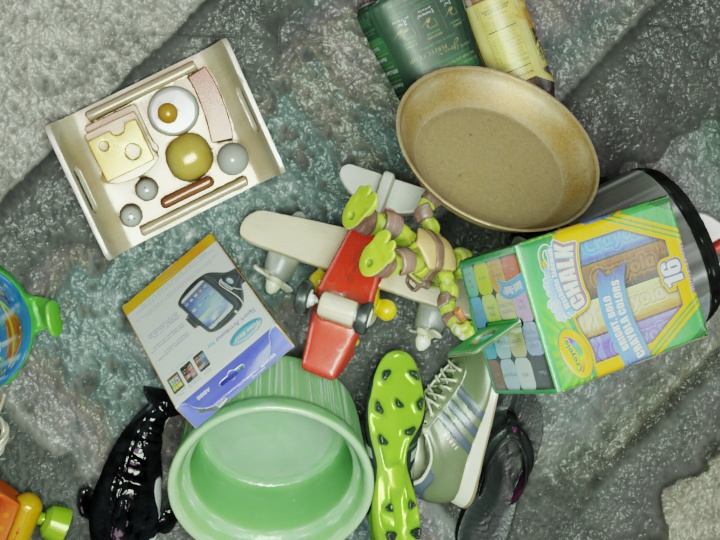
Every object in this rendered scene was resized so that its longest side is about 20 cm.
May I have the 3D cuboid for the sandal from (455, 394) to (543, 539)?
[{"bbox_3d":[0.154,0.217,1.204,0.074,0.048,0.204,10,95,-10],"label":"sandal"}]

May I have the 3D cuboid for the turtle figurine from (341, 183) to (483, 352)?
[{"bbox_3d":[0.054,-0.025,1.021,0.160,0.064,0.203,18,56,-45],"label":"turtle figurine"}]

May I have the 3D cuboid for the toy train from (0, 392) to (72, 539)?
[{"bbox_3d":[-0.336,0.234,1.114,0.114,0.085,0.203,22,92,-21],"label":"toy train"}]

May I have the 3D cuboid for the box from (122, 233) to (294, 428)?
[{"bbox_3d":[-0.145,0.059,1.068,0.119,0.200,0.042,-39,133,-2],"label":"box"}]

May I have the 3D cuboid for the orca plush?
[{"bbox_3d":[-0.222,0.225,1.132,0.104,0.071,0.202,31,91,-11],"label":"orca plush"}]

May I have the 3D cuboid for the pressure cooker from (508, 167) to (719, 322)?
[{"bbox_3d":[0.238,0.009,1.130,0.197,0.179,0.178,-25,102,-6],"label":"pressure cooker"}]

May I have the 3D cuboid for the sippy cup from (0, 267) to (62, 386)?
[{"bbox_3d":[-0.382,0.063,1.059,0.140,0.130,0.178,44,89,-10],"label":"sippy cup"}]

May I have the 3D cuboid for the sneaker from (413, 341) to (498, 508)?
[{"bbox_3d":[0.088,0.147,1.175,0.088,0.067,0.204,9,97,-14],"label":"sneaker"}]

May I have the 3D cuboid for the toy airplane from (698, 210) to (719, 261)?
[{"bbox_3d":[0.450,-0.051,1.176,0.197,0.141,0.203,16,94,-11],"label":"toy airplane"}]

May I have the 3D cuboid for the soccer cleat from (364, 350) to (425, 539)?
[{"bbox_3d":[0.027,0.184,1.140,0.066,0.081,0.204,4,82,-21],"label":"soccer cleat"}]

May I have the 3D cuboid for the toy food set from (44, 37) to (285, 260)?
[{"bbox_3d":[-0.190,-0.119,1.105,0.198,0.060,0.145,-26,100,-6],"label":"toy food set"}]

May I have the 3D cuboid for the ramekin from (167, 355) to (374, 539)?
[{"bbox_3d":[-0.087,0.181,1.104,0.196,0.098,0.203,-2,123,-3],"label":"ramekin"}]

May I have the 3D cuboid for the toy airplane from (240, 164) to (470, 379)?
[{"bbox_3d":[0.000,0.000,1.119,0.196,0.142,0.202,-22,61,-15],"label":"toy airplane"}]

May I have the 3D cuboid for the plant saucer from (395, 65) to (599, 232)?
[{"bbox_3d":[0.123,-0.105,1.040,0.196,0.036,0.203,9,51,-12],"label":"plant saucer"}]

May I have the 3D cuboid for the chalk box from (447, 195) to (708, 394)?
[{"bbox_3d":[0.166,0.029,0.949,0.197,0.124,0.126,-16,90,-21],"label":"chalk box"}]

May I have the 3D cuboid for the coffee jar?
[{"bbox_3d":[0.080,-0.189,1.128,0.103,0.085,0.203,-25,99,-13],"label":"coffee jar"}]

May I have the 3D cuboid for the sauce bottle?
[{"bbox_3d":[0.162,-0.200,1.154,0.065,0.066,0.203,-24,102,-6],"label":"sauce bottle"}]
